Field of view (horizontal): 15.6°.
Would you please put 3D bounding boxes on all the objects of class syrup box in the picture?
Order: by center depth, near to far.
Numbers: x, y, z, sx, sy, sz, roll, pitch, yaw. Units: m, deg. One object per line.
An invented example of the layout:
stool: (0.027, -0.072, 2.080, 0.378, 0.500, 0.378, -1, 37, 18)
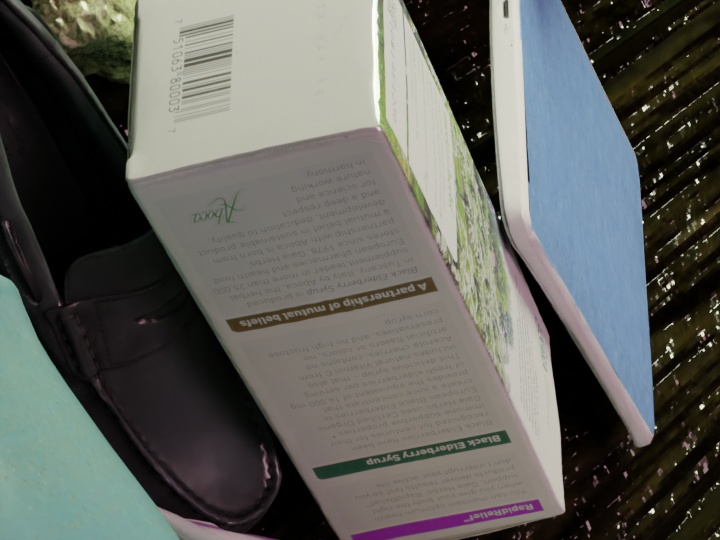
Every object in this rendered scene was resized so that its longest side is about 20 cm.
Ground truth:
syrup box: (0.000, 0.000, 0.824, 0.200, 0.081, 0.079, 64, 19, -47)

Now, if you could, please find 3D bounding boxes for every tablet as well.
tablet: (0.078, -0.029, 0.960, 0.200, 0.014, 0.131, 54, 31, -59)

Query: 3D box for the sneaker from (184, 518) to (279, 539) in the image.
sneaker: (-0.017, 0.156, 0.821, 0.200, 0.075, 0.100, 48, 48, -25)

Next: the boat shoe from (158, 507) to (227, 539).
boat shoe: (-0.008, 0.128, 0.718, 0.074, 0.199, 0.067, -46, 152, -47)

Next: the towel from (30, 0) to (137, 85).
towel: (-0.051, -0.124, 0.891, 0.200, 0.036, 0.149, 2, 71, -55)

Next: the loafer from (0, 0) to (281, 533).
loafer: (-0.082, 0.001, 0.805, 0.201, 0.070, 0.068, 57, 45, -17)

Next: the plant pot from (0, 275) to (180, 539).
plant pot: (-0.119, 0.107, 0.649, 0.199, 0.200, 0.189, -10, 79, -48)
